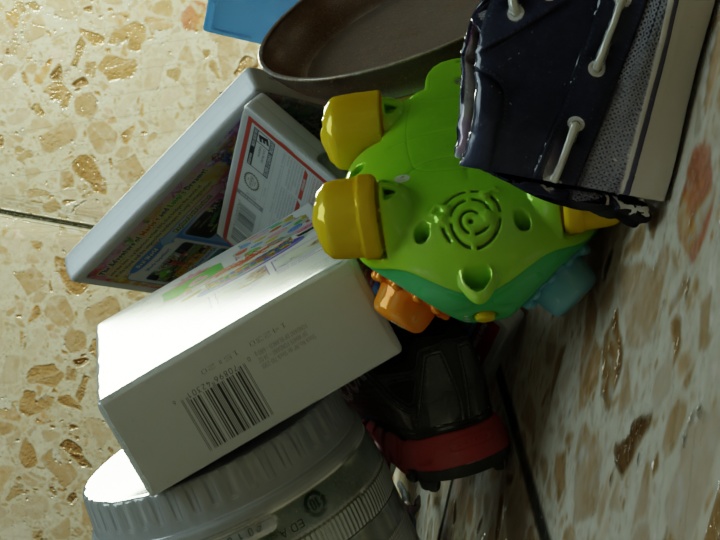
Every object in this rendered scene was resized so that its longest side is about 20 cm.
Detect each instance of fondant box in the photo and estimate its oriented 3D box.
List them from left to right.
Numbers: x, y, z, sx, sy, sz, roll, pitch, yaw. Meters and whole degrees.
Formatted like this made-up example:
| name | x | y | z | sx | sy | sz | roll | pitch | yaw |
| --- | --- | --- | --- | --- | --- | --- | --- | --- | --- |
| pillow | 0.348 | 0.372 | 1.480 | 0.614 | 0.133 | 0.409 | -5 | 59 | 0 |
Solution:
| name | x | y | z | sx | sy | sz | roll | pitch | yaw |
| --- | --- | --- | --- | --- | --- | --- | --- | --- | --- |
| fondant box | -0.065 | 0.035 | 1.047 | 0.058 | 0.144 | 0.200 | 61 | 178 | -13 |

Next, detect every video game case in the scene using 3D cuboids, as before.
| name | x | y | z | sx | sy | sz | roll | pitch | yaw |
| --- | --- | --- | --- | --- | --- | --- | --- | --- | --- |
| video game case | -0.062 | -0.046 | 1.267 | 0.200 | 0.181 | 0.024 | -42 | 56 | 32 |
| video game case | 0.000 | 0.000 | 1.167 | 0.017 | 0.200 | 0.143 | -42 | -14 | -29 |

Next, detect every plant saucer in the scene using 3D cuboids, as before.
| name | x | y | z | sx | sy | sz | roll | pitch | yaw |
| --- | --- | --- | --- | --- | --- | --- | --- | --- | --- |
| plant saucer | 0.040 | -0.144 | 1.096 | 0.200 | 0.199 | 0.032 | -92 | -19 | -63 |

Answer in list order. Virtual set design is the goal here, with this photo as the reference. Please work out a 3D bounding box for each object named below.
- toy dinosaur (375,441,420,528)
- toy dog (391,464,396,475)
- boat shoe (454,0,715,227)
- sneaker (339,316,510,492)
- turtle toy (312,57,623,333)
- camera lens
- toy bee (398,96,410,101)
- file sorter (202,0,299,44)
| name | x | y | z | sx | sy | sz | roll | pitch | yaw |
| --- | --- | --- | --- | --- | --- | --- | --- | --- | --- |
| toy dinosaur | 0.022 | 0.176 | 1.238 | 0.200 | 0.105 | 0.182 | 52 | 140 | 34 |
| toy dog | -0.016 | 0.143 | 1.411 | 0.193 | 0.139 | 0.201 | -21 | 48 | 39 |
| boat shoe | 0.097 | -0.122 | 0.827 | 0.075 | 0.092 | 0.201 | -112 | 32 | -79 |
| sneaker | 0.015 | 0.056 | 1.128 | 0.200 | 0.071 | 0.098 | 16 | 120 | 63 |
| turtle toy | 0.056 | -0.040 | 0.967 | 0.200 | 0.145 | 0.102 | -87 | -12 | -55 |
| camera lens | -0.041 | 0.175 | 1.047 | 0.160 | 0.159 | 0.201 | -110 | -4 | -78 |
| toy bee | 0.050 | -0.052 | 1.198 | 0.131 | 0.200 | 0.109 | -39 | 54 | 21 |
| file sorter | 0.014 | -0.221 | 1.286 | 0.139 | 0.199 | 0.123 | 109 | 173 | -56 |
